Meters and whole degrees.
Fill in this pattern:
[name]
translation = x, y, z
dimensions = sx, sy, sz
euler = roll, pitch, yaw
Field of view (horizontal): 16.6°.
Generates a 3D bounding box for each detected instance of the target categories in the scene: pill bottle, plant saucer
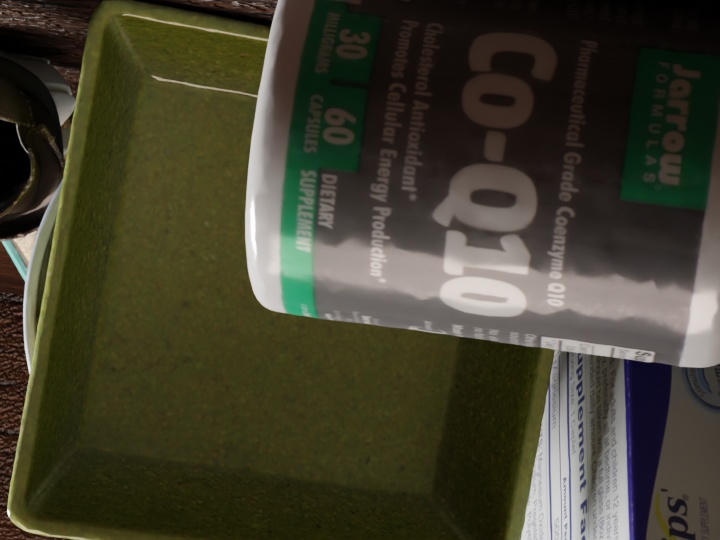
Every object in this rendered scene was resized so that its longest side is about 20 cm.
[pill bottle]
translation = 0.071, -0.030, 0.774
dimensions = 0.200, 0.113, 0.113
euler = 7, 175, 6
[plant saucer]
translation = -0.024, 0.010, 0.945
dimensions = 0.200, 0.200, 0.048
euler = 9, -175, -15

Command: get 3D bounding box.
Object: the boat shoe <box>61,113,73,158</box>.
[boat shoe]
translation = -0.132, -0.042, 1.246
dimensions = 0.069, 0.074, 0.200
euler = 11, -176, -16

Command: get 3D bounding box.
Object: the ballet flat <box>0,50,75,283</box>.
[ballet flat]
translation = -0.149, -0.054, 1.074
dimensions = 0.067, 0.068, 0.200
euler = -32, 142, -1

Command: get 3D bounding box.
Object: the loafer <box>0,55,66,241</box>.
[loafer]
translation = -0.155, -0.045, 0.937
dimensions = 0.073, 0.071, 0.200
euler = -23, 161, 3

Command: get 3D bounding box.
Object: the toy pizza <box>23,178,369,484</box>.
[toy pizza]
translation = -0.034, 0.018, 0.985
dimensions = 0.200, 0.201, 0.032
euler = 9, -176, -18

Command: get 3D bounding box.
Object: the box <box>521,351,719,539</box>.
[box]
translation = 0.119, 0.127, 1.025
dimensions = 0.105, 0.184, 0.200
euler = 9, 151, -15
